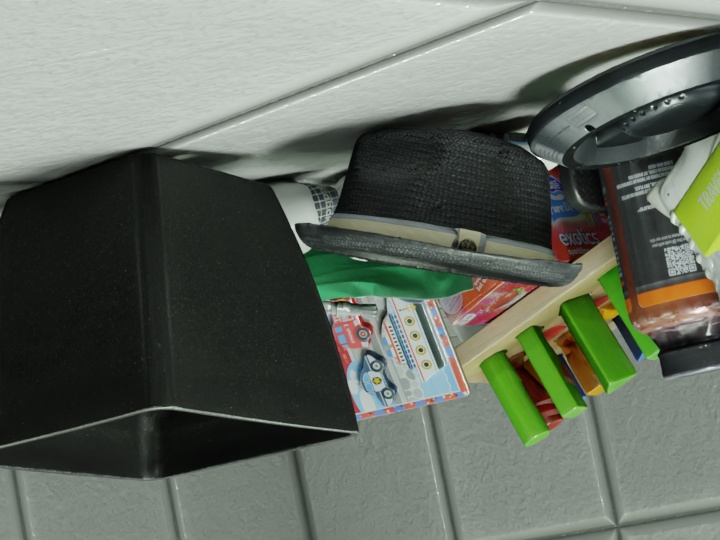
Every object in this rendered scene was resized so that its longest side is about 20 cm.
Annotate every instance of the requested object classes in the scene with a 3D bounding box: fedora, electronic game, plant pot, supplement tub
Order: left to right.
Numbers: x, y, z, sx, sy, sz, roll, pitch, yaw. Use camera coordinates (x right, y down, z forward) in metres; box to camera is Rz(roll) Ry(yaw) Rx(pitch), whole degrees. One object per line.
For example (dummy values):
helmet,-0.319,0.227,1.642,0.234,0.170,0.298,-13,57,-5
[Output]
plant pot,-0.139,0.032,1.331,0.198,0.179,0.199,-15,162,36
fedora,0.058,-0.047,1.369,0.199,0.093,0.201,9,177,0
electronic game,0.206,-0.117,1.339,0.198,0.042,0.200,-18,169,-4
supplement tub,0.250,-0.019,1.566,0.106,0.202,0.107,-10,174,-1

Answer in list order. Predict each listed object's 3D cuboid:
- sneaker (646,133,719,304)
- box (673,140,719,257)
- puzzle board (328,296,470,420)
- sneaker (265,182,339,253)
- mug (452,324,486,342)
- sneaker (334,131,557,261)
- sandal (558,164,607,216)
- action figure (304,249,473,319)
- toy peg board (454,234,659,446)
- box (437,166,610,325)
sneaker,0.264,-0.039,1.488,0.098,0.202,0.078,-3,-177,21
box,0.295,-0.096,1.330,0.121,0.048,0.200,-26,160,-26
puzzle board,-0.012,0.034,1.652,0.149,0.201,0.017,-14,-157,21
sneaker,-0.076,-0.023,1.555,0.080,0.077,0.200,-19,178,-20
mug,0.193,-0.009,1.911,0.198,0.135,0.177,-13,176,-17
sneaker,0.067,-0.057,1.491,0.199,0.073,0.072,-17,170,33
sandal,0.217,-0.071,1.659,0.045,0.076,0.199,-16,165,42
action figure,0.000,0.000,1.571,0.198,0.119,0.055,-15,132,19
toy peg board,0.202,0.069,1.717,0.199,0.098,0.199,-37,160,21
box,0.139,-0.023,1.695,0.095,0.100,0.199,-41,158,31
